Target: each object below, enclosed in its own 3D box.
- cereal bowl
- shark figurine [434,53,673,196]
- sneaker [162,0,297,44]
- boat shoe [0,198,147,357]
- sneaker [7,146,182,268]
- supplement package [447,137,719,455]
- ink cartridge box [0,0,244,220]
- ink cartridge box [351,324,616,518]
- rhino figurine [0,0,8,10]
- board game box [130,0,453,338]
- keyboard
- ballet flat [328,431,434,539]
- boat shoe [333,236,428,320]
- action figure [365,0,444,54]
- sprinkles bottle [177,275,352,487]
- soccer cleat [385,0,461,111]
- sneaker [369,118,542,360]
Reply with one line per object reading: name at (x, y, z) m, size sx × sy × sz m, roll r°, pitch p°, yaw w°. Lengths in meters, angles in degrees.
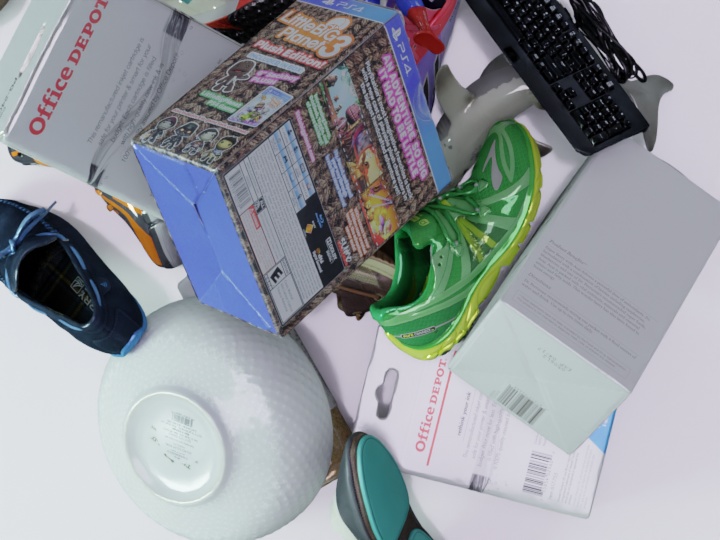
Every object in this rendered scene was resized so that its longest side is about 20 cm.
cereal bowl at (-0.126, 0.126, 1.708) m, size 0.199 × 0.083 × 0.202 m, roll 9°, pitch 110°, yaw 26°
shark figurine at (0.137, -0.147, 1.739) m, size 0.213 × 0.090 × 0.129 m, roll -17°, pitch 124°, yaw 10°
sneaker at (-0.112, -0.230, 1.720) m, size 0.199 × 0.070 × 0.094 m, roll -13°, pitch 74°, yaw 42°
boat shoe at (-0.245, -0.008, 1.718) m, size 0.199 × 0.069 × 0.085 m, roll 29°, pitch 88°, yaw 34°
sneaker at (-0.213, -0.086, 1.760) m, size 0.111 × 0.078 × 0.201 m, roll -19°, pitch 98°, yaw 19°
supplement package at (0.178, 0.015, 1.672) m, size 0.121 × 0.120 × 0.200 m, roll 35°, pitch 57°, yaw 2°
ink cartridge box at (-0.169, -0.130, 1.638) m, size 0.199 × 0.083 × 0.146 m, roll 26°, pitch 93°, yaw -32°
ink cartridge box at (0.099, 0.116, 1.746) m, size 0.198 × 0.068 × 0.117 m, roll 15°, pitch 91°, yaw 2°
rhino figurine at (-0.314, -0.252, 1.760) m, size 0.087 × 0.060 × 0.201 m, roll 31°, pitch 94°, yaw 0°
board game box at (-0.047, -0.082, 1.605) m, size 0.200 × 0.097 × 0.160 m, roll -42°, pitch 132°, yaw -27°
keyboard at (0.154, -0.187, 1.681) m, size 0.104 × 0.040 × 0.201 m, roll -25°, pitch 74°, yaw -36°
ballet flat at (0.016, 0.208, 1.723) m, size 0.073 × 0.073 × 0.201 m, roll -31°, pitch 123°, yaw 2°
boat shoe at (0.000, 0.000, 1.745) m, size 0.199 × 0.072 × 0.072 m, roll 18°, pitch 125°, yaw -20°
action figure at (-0.010, -0.245, 1.699) m, size 0.065 × 0.099 × 0.201 m, roll -41°, pitch 50°, yaw 25°
sprinkles bottle at (-0.071, 0.080, 1.752) m, size 0.068 × 0.068 × 0.201 m, roll -30°, pitch 90°, yaw 3°
soccer cleat at (0.040, -0.183, 1.740) m, size 0.068 × 0.073 × 0.201 m, roll 19°, pitch 92°, yaw 2°
sneaker at (0.074, -0.030, 1.676) m, size 0.083 × 0.074 × 0.201 m, roll 30°, pitch 84°, yaw -28°
